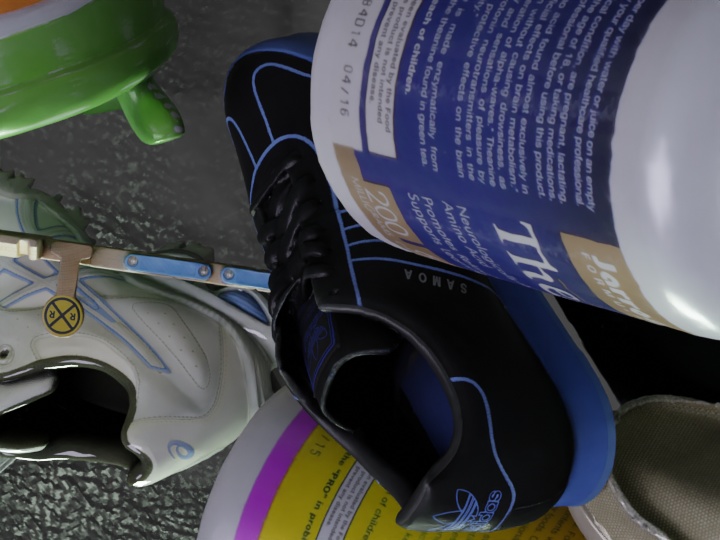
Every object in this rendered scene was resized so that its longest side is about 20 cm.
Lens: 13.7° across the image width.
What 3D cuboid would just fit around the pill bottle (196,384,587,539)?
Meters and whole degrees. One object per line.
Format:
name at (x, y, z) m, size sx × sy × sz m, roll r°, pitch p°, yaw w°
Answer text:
pill bottle at (0.050, 0.114, 1.016) m, size 0.199 × 0.104 × 0.105 m, roll 20°, pitch 129°, yaw 25°

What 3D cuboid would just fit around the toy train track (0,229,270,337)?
toy train track at (-0.079, 0.009, 1.024) m, size 0.199 × 0.115 × 0.033 m, roll 8°, pitch 91°, yaw -3°

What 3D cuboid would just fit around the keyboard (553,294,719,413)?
keyboard at (0.155, 0.010, 0.930) m, size 0.199 × 0.040 × 0.104 m, roll 4°, pitch 143°, yaw 33°

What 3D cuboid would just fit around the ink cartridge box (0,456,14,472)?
ink cartridge box at (-0.253, 0.046, 1.207) m, size 0.200 × 0.084 × 0.145 m, roll 49°, pitch 134°, yaw -1°

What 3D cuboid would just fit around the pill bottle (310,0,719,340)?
pill bottle at (0.087, -0.041, 0.849) m, size 0.200 × 0.111 × 0.111 m, roll 16°, pitch 129°, yaw 48°

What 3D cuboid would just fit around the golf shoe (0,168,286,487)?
golf shoe at (-0.125, 0.022, 1.090) m, size 0.199 × 0.097 × 0.079 m, roll 14°, pitch 127°, yaw 30°

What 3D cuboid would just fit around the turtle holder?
turtle holder at (-0.136, -0.102, 1.006) m, size 0.140 × 0.186 × 0.132 m, roll -15°, pitch 104°, yaw 4°

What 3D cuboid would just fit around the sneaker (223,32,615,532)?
sneaker at (0.000, 0.000, 0.956) m, size 0.200 × 0.078 × 0.070 m, roll 53°, pitch 132°, yaw 29°

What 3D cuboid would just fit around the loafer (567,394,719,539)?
loafer at (0.160, 0.086, 0.939) m, size 0.199 × 0.076 × 0.068 m, roll 24°, pitch 137°, yaw 9°
